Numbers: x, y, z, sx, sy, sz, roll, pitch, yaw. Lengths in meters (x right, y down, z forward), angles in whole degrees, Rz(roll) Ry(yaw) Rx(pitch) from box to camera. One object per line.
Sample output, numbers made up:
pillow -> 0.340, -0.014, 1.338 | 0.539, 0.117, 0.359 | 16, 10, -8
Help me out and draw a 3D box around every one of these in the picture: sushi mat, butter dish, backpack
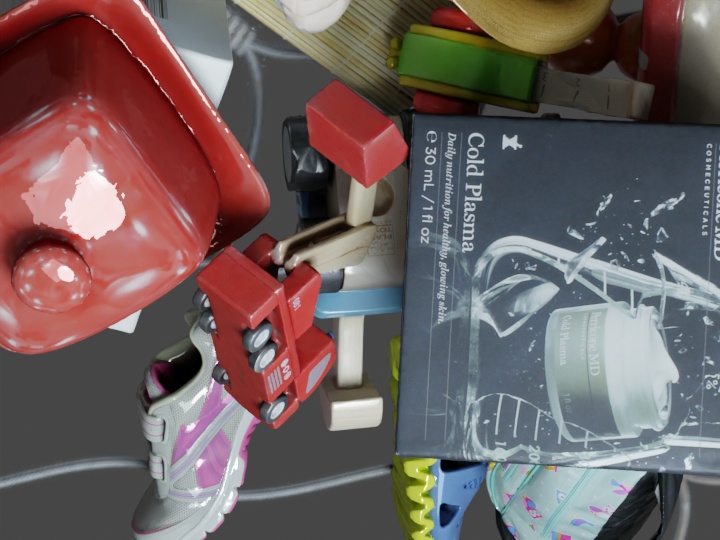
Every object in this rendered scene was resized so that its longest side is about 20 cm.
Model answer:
sushi mat -> -0.015, -0.175, 1.566 | 0.200, 0.012, 0.096 | 34, 110, -30
butter dish -> -0.172, -0.031, 1.423 | 0.199, 0.148, 0.200 | -27, 121, 12
backpack -> 0.161, 0.111, 1.685 | 0.126, 0.167, 0.200 | 28, 150, 5

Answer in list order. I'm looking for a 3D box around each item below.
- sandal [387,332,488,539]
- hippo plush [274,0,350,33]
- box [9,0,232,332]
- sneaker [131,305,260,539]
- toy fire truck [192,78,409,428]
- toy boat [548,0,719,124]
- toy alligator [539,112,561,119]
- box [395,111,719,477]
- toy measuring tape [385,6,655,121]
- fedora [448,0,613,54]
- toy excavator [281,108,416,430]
sandal -> 0.066, 0.130, 1.757 | 0.087, 0.080, 0.201 | -8, 127, -12
hippo plush -> -0.088, -0.223, 1.419 | 0.160, 0.160, 0.201 | -6, 119, -5
box -> -0.168, -0.080, 1.538 | 0.124, 0.098, 0.201 | 15, 119, -16
sneaker -> -0.115, 0.098, 1.696 | 0.088, 0.081, 0.201 | 19, 110, -22
toy fire truck -> -0.031, -0.005, 1.485 | 0.141, 0.049, 0.200 | -44, 155, -19
toy boat -> 0.175, -0.138, 1.587 | 0.130, 0.131, 0.201 | 12, 125, 16
toy alligator -> 0.092, -0.024, 1.671 | 0.059, 0.054, 0.201 | -20, 130, -41
box -> 0.128, 0.014, 1.475 | 0.195, 0.124, 0.201 | 2, 89, 10
toy measuring tape -> 0.082, -0.118, 1.512 | 0.073, 0.199, 0.074 | -13, 110, -40
fedora -> 0.066, -0.213, 1.493 | 0.200, 0.202, 0.082 | 33, 148, -30
toy excavator -> 0.000, 0.000, 1.644 | 0.099, 0.200, 0.196 | -5, 83, -8
